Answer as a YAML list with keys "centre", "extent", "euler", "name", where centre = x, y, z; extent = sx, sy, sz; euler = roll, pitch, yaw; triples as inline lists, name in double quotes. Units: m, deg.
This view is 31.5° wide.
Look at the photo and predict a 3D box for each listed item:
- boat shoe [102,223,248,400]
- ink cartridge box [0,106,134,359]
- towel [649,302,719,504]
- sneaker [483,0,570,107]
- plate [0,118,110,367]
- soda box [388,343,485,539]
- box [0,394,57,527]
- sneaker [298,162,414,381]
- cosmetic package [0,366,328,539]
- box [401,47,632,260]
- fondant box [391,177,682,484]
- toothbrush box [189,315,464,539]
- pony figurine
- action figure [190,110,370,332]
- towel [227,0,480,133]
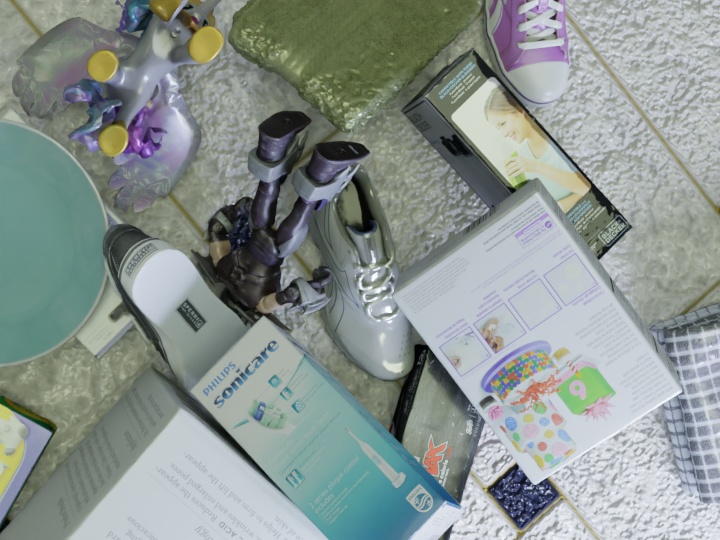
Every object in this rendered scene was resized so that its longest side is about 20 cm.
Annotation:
- centre: [-0.151, 0.035, 1.032]
  extent: [0.072, 0.200, 0.068]
  euler: [-45, 53, -12]
  name: "boat shoe"
- centre: [-0.254, -0.030, 1.063]
  extent: [0.099, 0.039, 0.200]
  euler: [-44, 94, -6]
  name: "ink cartridge box"
- centre: [0.370, 0.103, 1.135]
  extent: [0.199, 0.086, 0.167]
  euler: [-15, 93, -9]
  name: "towel"
- centre: [0.149, -0.244, 1.090]
  extent: [0.072, 0.114, 0.202]
  euler: [-11, 92, -10]
  name: "sneaker"
- centre: [-0.297, -0.022, 1.025]
  extent: [0.199, 0.026, 0.202]
  euler: [0, 97, 1]
  name: "plate"
- centre: [0.054, 0.168, 1.096]
  extent: [0.070, 0.063, 0.201]
  euler: [18, 86, -8]
  name: "soda box"
- centre: [-0.364, 0.131, 1.041]
  extent: [0.199, 0.048, 0.118]
  euler: [29, 85, -6]
  name: "box"
- centre: [0.000, 0.000, 1.077]
  extent: [0.074, 0.087, 0.201]
  euler: [-21, 94, -15]
  name: "sneaker"
- centre: [-0.161, 0.214, 1.000]
  extent: [0.165, 0.165, 0.200]
  euler: [43, 84, -17]
  name: "cosmetic package"
- centre: [0.129, -0.089, 1.085]
  extent: [0.060, 0.117, 0.200]
  euler: [-43, 97, -4]
  name: "box"
- centre: [0.141, 0.050, 1.026]
  extent: [0.144, 0.058, 0.200]
  euler: [-35, 97, 15]
  name: "fondant box"
- centre: [-0.022, 0.142, 0.998]
  extent: [0.085, 0.146, 0.200]
  euler: [-44, 75, -2]
  name: "toothbrush box"
- centre: [-0.178, -0.151, 1.018]
  extent: [0.193, 0.200, 0.167]
  euler: [-44, 103, 9]
  name: "pony figurine"
- centre: [-0.070, -0.029, 1.045]
  extent: [0.130, 0.069, 0.201]
  euler: [37, 125, 14]
  name: "action figure"
- centre: [-0.001, -0.209, 1.066]
  extent: [0.148, 0.037, 0.200]
  euler: [38, 59, 8]
  name: "towel"
